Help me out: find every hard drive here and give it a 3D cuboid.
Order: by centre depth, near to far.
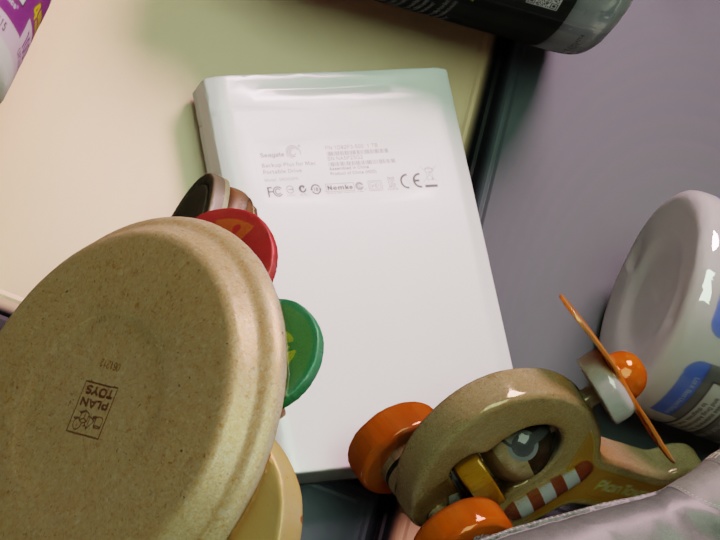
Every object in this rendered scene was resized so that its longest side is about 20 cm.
[{"bbox_3d":[0.000,0.000,1.323,0.132,0.026,0.200,-4,72,-24],"label":"hard drive"}]

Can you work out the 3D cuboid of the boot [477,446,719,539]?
[{"bbox_3d":[0.136,0.174,1.213,0.200,0.073,0.182,-25,82,-31],"label":"boot"}]

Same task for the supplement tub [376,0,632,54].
[{"bbox_3d":[0.038,-0.188,1.357,0.200,0.123,0.123,14,66,-18],"label":"supplement tub"}]

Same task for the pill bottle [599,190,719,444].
[{"bbox_3d":[0.229,0.045,1.353,0.200,0.114,0.114,21,64,-15],"label":"pill bottle"}]

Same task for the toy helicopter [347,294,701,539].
[{"bbox_3d":[0.101,0.083,1.273,0.200,0.132,0.079,15,31,-47],"label":"toy helicopter"}]

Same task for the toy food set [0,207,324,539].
[{"bbox_3d":[-0.098,0.066,1.173,0.049,0.200,0.198,29,61,-42],"label":"toy food set"}]

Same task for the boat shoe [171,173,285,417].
[{"bbox_3d":[-0.071,0.057,1.253,0.068,0.072,0.200,19,74,-20],"label":"boat shoe"}]

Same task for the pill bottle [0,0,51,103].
[{"bbox_3d":[-0.179,-0.176,1.267,0.112,0.112,0.200,27,63,-11],"label":"pill bottle"}]
